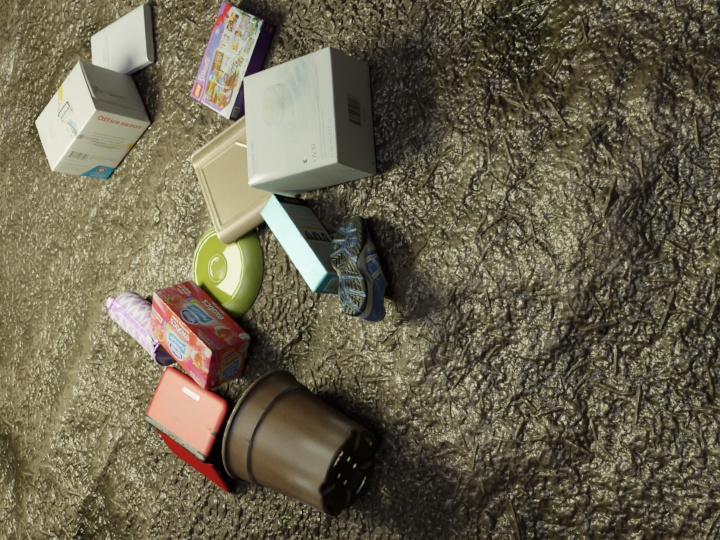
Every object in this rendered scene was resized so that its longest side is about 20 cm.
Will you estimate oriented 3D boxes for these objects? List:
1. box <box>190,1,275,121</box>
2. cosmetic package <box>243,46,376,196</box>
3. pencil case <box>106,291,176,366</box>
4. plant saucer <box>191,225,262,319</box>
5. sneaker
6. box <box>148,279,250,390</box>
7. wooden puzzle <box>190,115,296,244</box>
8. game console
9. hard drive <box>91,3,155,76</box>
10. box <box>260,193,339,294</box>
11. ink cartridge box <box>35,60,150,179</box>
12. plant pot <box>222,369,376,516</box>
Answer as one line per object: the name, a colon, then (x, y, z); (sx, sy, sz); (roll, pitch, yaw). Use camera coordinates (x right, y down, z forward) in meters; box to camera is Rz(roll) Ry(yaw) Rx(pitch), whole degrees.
box: (-0.253, -0.412, 1.797); (0.136, 0.039, 0.202); (33, 107, 36)
cosmetic package: (-0.091, -0.253, 1.585); (0.198, 0.122, 0.203); (-11, 78, 35)
pencil case: (-0.441, 0.120, 1.878); (0.199, 0.085, 0.085); (33, 108, 38)
plant saucer: (-0.270, -0.004, 1.782); (0.198, 0.031, 0.203); (-5, 83, 39)
sneaker: (0.000, 0.000, 1.531); (0.075, 0.077, 0.203); (-26, 52, 32)
box: (-0.310, 0.121, 1.740); (0.200, 0.095, 0.101); (40, 130, 30)
wooden puzzle: (-0.223, -0.178, 1.743); (0.184, 0.037, 0.202); (-31, 71, 21)
game console: (-0.311, 0.305, 1.755); (0.198, 0.118, 0.174); (22, 88, 38)
hard drive: (-0.536, -0.499, 2.049); (0.198, 0.025, 0.134); (-15, 77, 38)
box: (-0.093, -0.047, 1.604); (0.049, 0.082, 0.201); (-51, 57, 25)
ink cartridge box: (-0.587, -0.326, 1.998); (0.200, 0.146, 0.146); (-42, 62, 29)
plant pot: (-0.093, 0.296, 1.513); (0.196, 0.199, 0.203); (22, 100, 31)
